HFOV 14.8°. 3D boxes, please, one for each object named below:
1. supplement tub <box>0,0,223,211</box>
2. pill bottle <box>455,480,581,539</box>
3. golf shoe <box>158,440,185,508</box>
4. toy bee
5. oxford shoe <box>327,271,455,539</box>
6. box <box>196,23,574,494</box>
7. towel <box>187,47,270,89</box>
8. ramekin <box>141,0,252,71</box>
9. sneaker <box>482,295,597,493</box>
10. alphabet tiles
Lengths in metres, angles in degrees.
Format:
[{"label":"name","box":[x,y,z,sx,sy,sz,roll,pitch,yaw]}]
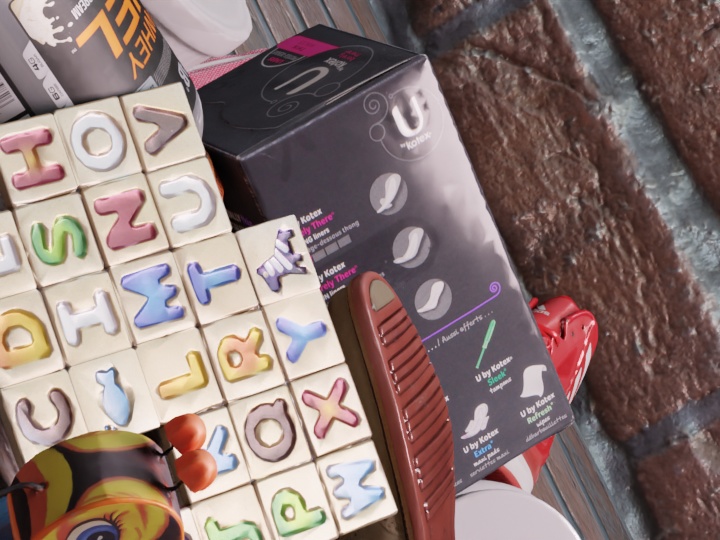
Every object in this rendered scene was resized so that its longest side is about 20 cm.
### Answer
[{"label":"supplement tub","box":[-0.148,-0.087,1.169,0.200,0.122,0.123,57,8,-29]},{"label":"pill bottle","box":[0.053,0.166,1.419,0.114,0.113,0.200,62,-10,3]},{"label":"golf shoe","box":[-0.033,0.142,1.298,0.200,0.075,0.092,56,5,-41]},{"label":"toy bee","box":[-0.086,0.102,0.945,0.131,0.109,0.200,66,9,24]},{"label":"oxford shoe","box":[0.003,0.102,1.203,0.070,0.075,0.201,-23,103,-70]},{"label":"box","box":[0.000,0.000,1.293,0.122,0.106,0.200,26,-38,62]},{"label":"towel","box":[-0.061,-0.025,1.492,0.030,0.146,0.200,112,-42,-60]},{"label":"ramekin","box":[-0.155,-0.174,1.454,0.202,0.094,0.202,49,13,-15]},{"label":"sneaker","box":[0.072,0.038,1.484,0.200,0.078,0.116,80,32,-55]},{"label":"alphabet tiles","box":[-0.079,0.027,1.112,0.167,0.008,0.200,-17,87,-39]}]
